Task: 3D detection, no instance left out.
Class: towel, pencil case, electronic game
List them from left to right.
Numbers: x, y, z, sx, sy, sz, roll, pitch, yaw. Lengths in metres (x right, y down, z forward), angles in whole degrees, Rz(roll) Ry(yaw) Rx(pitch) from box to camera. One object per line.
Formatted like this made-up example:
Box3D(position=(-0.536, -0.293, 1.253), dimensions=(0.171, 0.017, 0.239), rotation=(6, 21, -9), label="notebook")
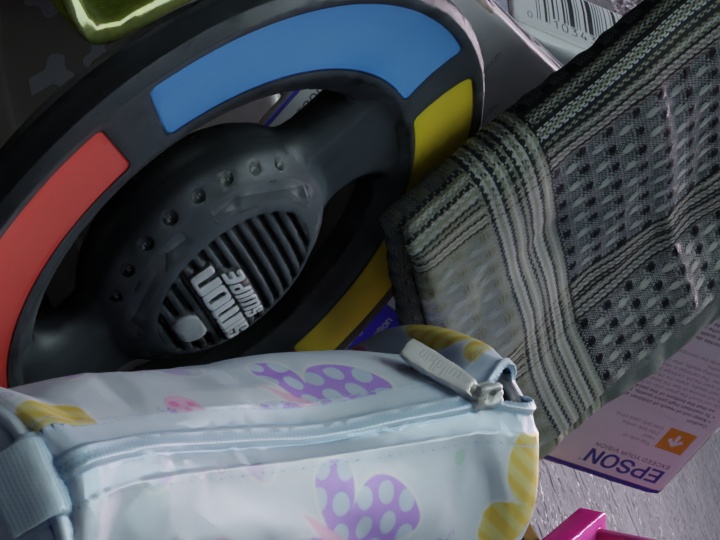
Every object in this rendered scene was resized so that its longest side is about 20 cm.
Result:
Box3D(position=(-0.045, -0.006, 0.693), dimensions=(0.042, 0.200, 0.200), rotation=(48, 1, 26), label="electronic game")
Box3D(position=(-0.037, 0.063, 0.670), dimensions=(0.199, 0.090, 0.084), rotation=(-6, 79, -46), label="pencil case")
Box3D(position=(0.096, -0.017, 0.804), dimensions=(0.035, 0.192, 0.200), rotation=(44, -15, 28), label="towel")

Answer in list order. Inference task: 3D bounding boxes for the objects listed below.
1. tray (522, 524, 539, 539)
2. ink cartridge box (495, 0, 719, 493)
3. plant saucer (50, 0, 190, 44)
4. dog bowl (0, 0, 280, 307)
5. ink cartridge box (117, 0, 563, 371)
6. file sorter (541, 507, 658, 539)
Box3D(position=(0.010, 0.103, 0.978), dimensions=(0.037, 0.099, 0.200), rotation=(33, -18, 41), label="tray")
Box3D(position=(0.091, -0.008, 0.960), dimensions=(0.196, 0.200, 0.043), rotation=(20, 42, -22), label="ink cartridge box")
Box3D(position=(-0.058, -0.188, 0.677), dimensions=(0.199, 0.048, 0.201), rotation=(-34, 111, -40), label="plant saucer")
Box3D(position=(-0.073, -0.047, 0.895), dimensions=(0.200, 0.058, 0.201), rotation=(-17, 90, -77), label="dog bowl")
Box3D(position=(0.000, 0.000, 0.823), dimensions=(0.200, 0.198, 0.043), rotation=(36, 8, -49), label="ink cartridge box")
Box3D(position=(0.102, 0.204, 0.964), dimensions=(0.200, 0.125, 0.140), rotation=(-29, 121, -55), label="file sorter")
